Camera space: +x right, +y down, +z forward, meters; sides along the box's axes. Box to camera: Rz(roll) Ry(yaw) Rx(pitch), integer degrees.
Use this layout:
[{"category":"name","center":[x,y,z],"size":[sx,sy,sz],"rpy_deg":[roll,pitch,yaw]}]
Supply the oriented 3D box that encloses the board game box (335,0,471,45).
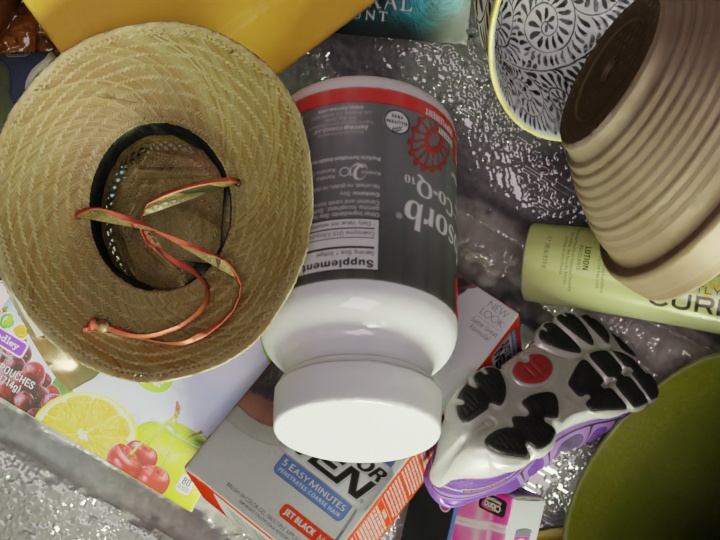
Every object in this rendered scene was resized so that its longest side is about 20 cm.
[{"category":"board game box","center":[-0.024,-0.217,0.936],"size":[0.197,0.028,0.137],"rpy_deg":[5,120,2]}]

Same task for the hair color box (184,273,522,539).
[{"category":"hair color box","center":[-0.001,0.085,0.924],"size":[0.110,0.064,0.201],"rpy_deg":[33,72,21]}]

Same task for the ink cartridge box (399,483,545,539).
[{"category":"ink cartridge box","center":[0.056,0.228,0.966],"size":[0.037,0.094,0.203],"rpy_deg":[7,96,-39]}]

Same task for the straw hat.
[{"category":"straw hat","center":[-0.110,-0.031,0.855],"size":[0.198,0.085,0.204],"rpy_deg":[-2,79,9]}]

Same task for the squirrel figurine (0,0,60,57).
[{"category":"squirrel figurine","center":[-0.212,-0.213,0.929],"size":[0.187,0.141,0.200],"rpy_deg":[-45,108,-8]}]

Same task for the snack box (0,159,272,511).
[{"category":"snack box","center":[-0.148,0.027,0.961],"size":[0.199,0.068,0.170],"rpy_deg":[32,93,-4]}]

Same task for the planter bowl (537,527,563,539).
[{"category":"planter bowl","center":[0.142,0.277,0.975],"size":[0.197,0.083,0.204],"rpy_deg":[0,94,0]}]

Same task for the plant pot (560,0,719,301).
[{"category":"plant pot","center":[0.179,-0.092,0.859],"size":[0.092,0.201,0.203],"rpy_deg":[28,93,-14]}]

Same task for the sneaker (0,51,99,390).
[{"category":"sneaker","center":[-0.180,-0.037,0.890],"size":[0.089,0.067,0.202],"rpy_deg":[-25,95,-2]}]

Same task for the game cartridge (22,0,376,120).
[{"category":"game cartridge","center":[-0.098,-0.188,0.881],"size":[0.199,0.032,0.177],"rpy_deg":[-36,114,-3]}]

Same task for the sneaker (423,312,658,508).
[{"category":"sneaker","center":[0.108,0.089,0.938],"size":[0.081,0.199,0.084],"rpy_deg":[51,134,22]}]

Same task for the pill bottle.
[{"category":"pill bottle","center":[0.000,0.000,0.865],"size":[0.114,0.116,0.203],"rpy_deg":[2,63,-1]}]

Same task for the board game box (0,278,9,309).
[{"category":"board game box","center":[-0.345,0.033,0.935],"size":[0.198,0.043,0.201],"rpy_deg":[36,94,19]}]

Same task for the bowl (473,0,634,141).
[{"category":"bowl","center":[0.138,-0.190,0.923],"size":[0.200,0.201,0.094],"rpy_deg":[-41,49,1]}]

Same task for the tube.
[{"category":"tube","center":[0.202,0.005,0.944],"size":[0.197,0.052,0.059],"rpy_deg":[8,117,17]}]

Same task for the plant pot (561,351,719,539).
[{"category":"plant pot","center":[0.260,0.184,0.939],"size":[0.200,0.187,0.187],"rpy_deg":[41,92,-19]}]
